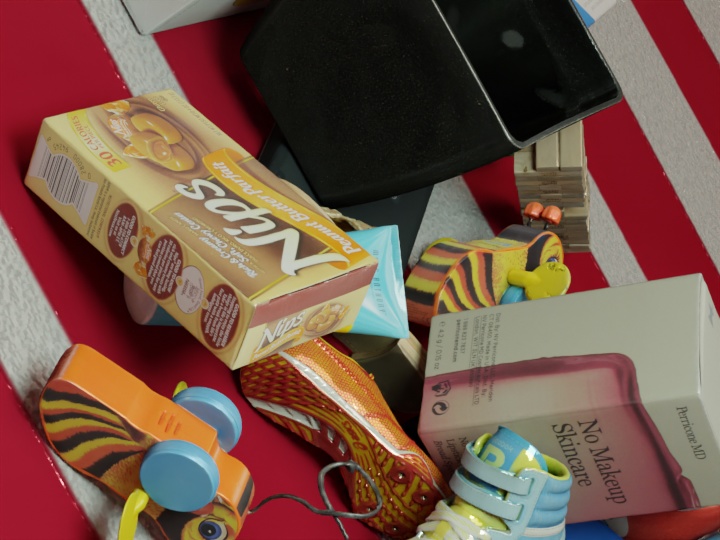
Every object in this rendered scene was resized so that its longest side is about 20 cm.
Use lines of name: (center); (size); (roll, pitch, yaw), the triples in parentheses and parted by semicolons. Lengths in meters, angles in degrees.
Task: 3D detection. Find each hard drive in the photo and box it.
hard drive: (-0.008, -0.071, 1.685); (0.140, 0.033, 0.200); (47, 34, -20)

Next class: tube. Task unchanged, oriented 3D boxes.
tube: (-0.056, 0.009, 1.477); (0.200, 0.050, 0.078); (-1, 86, -33)

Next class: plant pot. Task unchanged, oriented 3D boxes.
plant pot: (0.038, -0.151, 1.616); (0.200, 0.177, 0.199); (60, 32, 2)

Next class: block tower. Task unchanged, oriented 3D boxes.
block tower: (0.153, -0.071, 1.789); (0.200, 0.054, 0.058); (70, 21, -69)

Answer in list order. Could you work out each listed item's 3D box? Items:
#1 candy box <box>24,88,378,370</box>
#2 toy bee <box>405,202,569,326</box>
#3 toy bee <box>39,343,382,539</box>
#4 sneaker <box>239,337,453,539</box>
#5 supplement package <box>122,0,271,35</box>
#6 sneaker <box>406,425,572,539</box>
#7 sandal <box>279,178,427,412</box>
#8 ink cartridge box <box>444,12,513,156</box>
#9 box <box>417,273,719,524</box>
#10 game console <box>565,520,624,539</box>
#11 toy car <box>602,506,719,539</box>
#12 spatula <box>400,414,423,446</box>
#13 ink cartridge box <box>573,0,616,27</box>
candy box: (-0.100, -0.030, 1.404); (0.200, 0.055, 0.115); (41, 37, 25)
toy bee: (0.108, -0.002, 1.715); (0.200, 0.131, 0.109); (10, 92, -70)
toy bee: (-0.108, 0.132, 1.340); (0.200, 0.109, 0.131); (39, 38, 13)
sneaker: (0.003, 0.105, 1.521); (0.200, 0.073, 0.077); (50, 34, -16)
supplement package: (-0.086, -0.281, 1.632); (0.200, 0.152, 0.151); (-24, 85, -58)
sneaker: (0.057, 0.169, 1.461); (0.200, 0.131, 0.079); (-16, 34, -40)
sandal: (-0.004, 0.001, 1.586); (0.212, 0.078, 0.070); (54, 44, -23)
ink cartridge box: (0.081, -0.169, 1.803); (0.145, 0.087, 0.200); (60, 24, 10)
box: (0.155, 0.095, 1.560); (0.128, 0.200, 0.109); (61, 27, -42)
game console: (0.138, 0.261, 1.635); (0.200, 0.118, 0.171); (-17, 110, -57)
toy car: (0.233, 0.141, 1.690); (0.184, 0.177, 0.200); (58, 19, 15)
spatula: (0.077, 0.099, 1.675); (0.057, 0.021, 0.200); (51, 33, 8)
ink cartridge box: (0.122, -0.282, 1.987); (0.200, 0.084, 0.145); (56, 32, -5)
